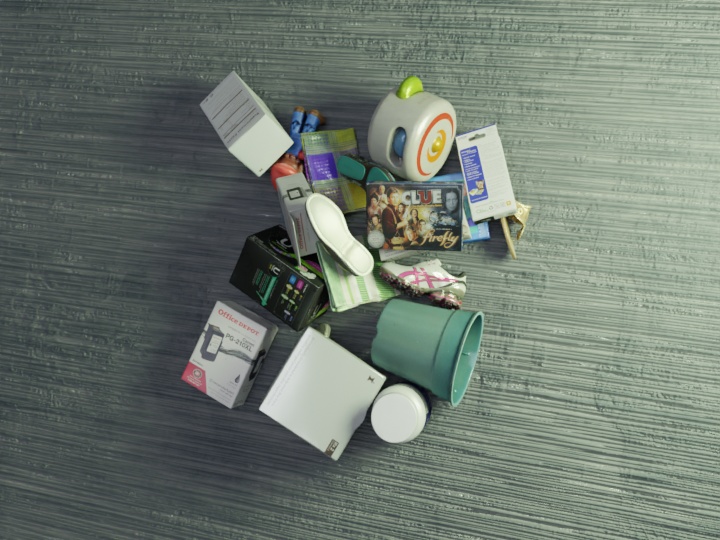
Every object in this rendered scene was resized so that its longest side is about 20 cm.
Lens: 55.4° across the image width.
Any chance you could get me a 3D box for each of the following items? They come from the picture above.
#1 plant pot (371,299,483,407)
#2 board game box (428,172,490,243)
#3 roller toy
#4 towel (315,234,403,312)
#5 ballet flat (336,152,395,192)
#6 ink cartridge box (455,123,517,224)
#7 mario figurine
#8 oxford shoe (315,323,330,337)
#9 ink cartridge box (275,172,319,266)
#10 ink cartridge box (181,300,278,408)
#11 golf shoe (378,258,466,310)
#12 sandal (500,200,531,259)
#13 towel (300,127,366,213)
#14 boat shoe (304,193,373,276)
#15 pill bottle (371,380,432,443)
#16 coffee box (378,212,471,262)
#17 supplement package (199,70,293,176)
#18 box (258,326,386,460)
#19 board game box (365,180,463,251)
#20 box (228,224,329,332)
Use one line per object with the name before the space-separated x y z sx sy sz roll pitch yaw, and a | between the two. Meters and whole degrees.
plant pot | 0.137 0.158 1.442 0.193 0.200 0.204 16 89 20
board game box | 0.180 -0.130 1.519 0.195 0.045 0.156 -8 85 12
roller toy | 0.117 -0.288 1.466 0.138 0.200 0.184 29 85 28
towel | 0.000 0.000 1.492 0.023 0.197 0.156 -24 79 51
ballet flat | 0.031 -0.201 1.488 0.075 0.074 0.200 -52 53 5
ink cartridge box | 0.266 -0.205 1.457 0.093 0.037 0.204 -14 72 16
mario figurine | -0.148 -0.271 1.601 0.123 0.105 0.204 8 75 55
oxford shoe | -0.101 0.221 1.554 0.057 0.075 0.204 20 80 -29
ink cartridge box | -0.128 -0.112 1.485 0.065 0.201 0.118 -13 126 -10
ink cartridge box | -0.300 0.189 1.582 0.143 0.084 0.203 26 92 12
golf shoe | 0.137 0.015 1.499 0.196 0.073 0.094 20 76 -6
sandal | 0.330 -0.137 1.471 0.068 0.077 0.216 -17 77 16
towel | -0.055 -0.221 1.553 0.141 0.023 0.204 -10 84 -23
boat shoe | -0.053 -0.070 1.412 0.072 0.060 0.203 -45 109 -20
pill bottle | 0.085 0.295 1.430 0.113 0.200 0.119 -1 86 12
coffee box | 0.128 -0.098 1.465 0.196 0.080 0.116 -15 84 12
supplement package | -0.260 -0.334 1.559 0.117 0.117 0.201 -41 53 7
box | -0.082 0.254 1.449 0.198 0.131 0.201 33 83 -3
board game box | 0.110 -0.111 1.391 0.195 0.035 0.139 1 106 12
box | -0.160 0.014 1.518 0.198 0.148 0.126 33 115 12
